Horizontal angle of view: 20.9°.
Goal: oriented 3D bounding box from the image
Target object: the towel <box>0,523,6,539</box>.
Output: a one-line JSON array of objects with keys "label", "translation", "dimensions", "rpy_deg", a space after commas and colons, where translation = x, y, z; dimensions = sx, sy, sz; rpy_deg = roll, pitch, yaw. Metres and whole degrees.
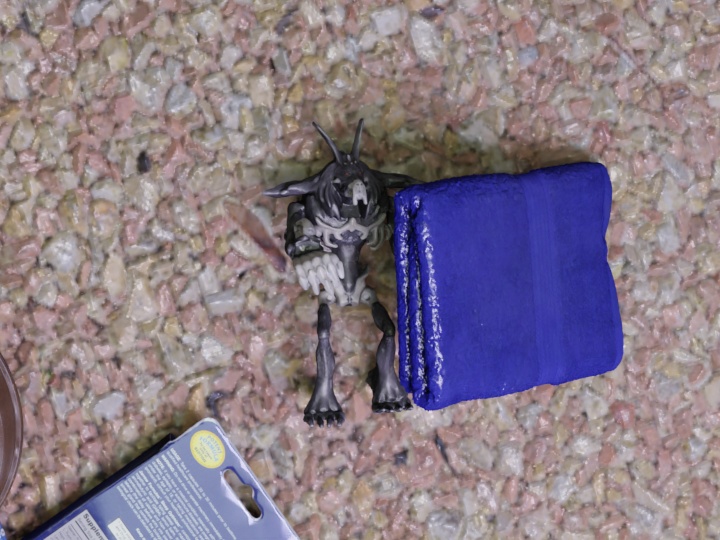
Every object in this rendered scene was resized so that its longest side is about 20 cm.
[{"label": "towel", "translation": [-0.264, 0.208, 1.141], "dimensions": [0.144, 0.024, 0.202], "rpy_deg": [-22, 92, -2]}]

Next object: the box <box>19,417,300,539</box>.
[{"label": "box", "translation": [-0.151, 0.201, 1.354], "dimensions": [0.199, 0.032, 0.122], "rpy_deg": [-34, 99, 2]}]

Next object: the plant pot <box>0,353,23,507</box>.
[{"label": "plant pot", "translation": [-0.322, 0.119, 1.246], "dimensions": [0.198, 0.198, 0.202], "rpy_deg": [-1, 96, -6]}]

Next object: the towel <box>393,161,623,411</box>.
[{"label": "towel", "translation": [0.096, 0.008, 1.300], "dimensions": [0.199, 0.049, 0.149], "rpy_deg": [-9, 95, -45]}]

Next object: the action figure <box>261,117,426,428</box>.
[{"label": "action figure", "translation": [0.000, 0.000, 1.312], "dimensions": [0.118, 0.102, 0.202], "rpy_deg": [-6, 98, -20]}]
